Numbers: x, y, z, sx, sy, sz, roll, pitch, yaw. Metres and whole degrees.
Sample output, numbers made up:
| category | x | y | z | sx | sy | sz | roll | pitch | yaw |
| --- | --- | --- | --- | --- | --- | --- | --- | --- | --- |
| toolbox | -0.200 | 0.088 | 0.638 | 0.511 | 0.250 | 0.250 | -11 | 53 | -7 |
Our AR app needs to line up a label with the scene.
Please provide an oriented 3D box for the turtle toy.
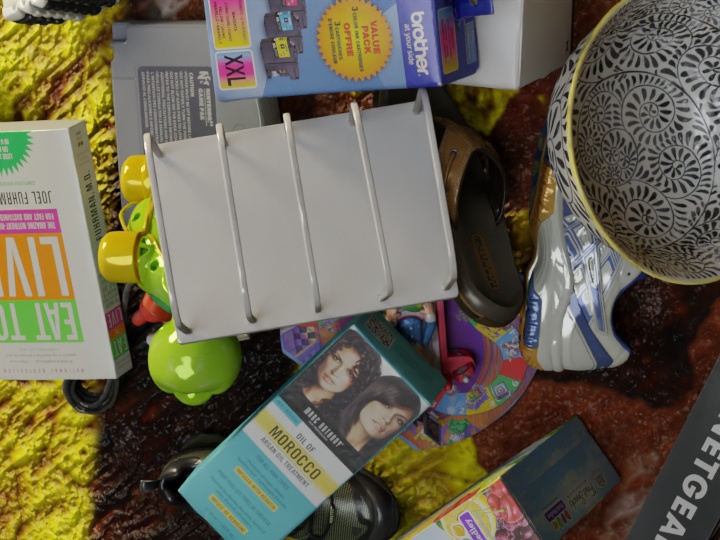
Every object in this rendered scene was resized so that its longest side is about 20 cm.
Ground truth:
| category | x | y | z | sx | sy | sz | roll | pitch | yaw |
| --- | --- | --- | --- | --- | --- | --- | --- | --- | --- |
| turtle toy | -0.112 | 0.001 | 1.530 | 0.144 | 0.201 | 0.102 | 2 | 141 | 12 |

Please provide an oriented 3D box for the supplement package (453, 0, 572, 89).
| category | x | y | z | sx | sy | sz | roll | pitch | yaw |
| --- | --- | --- | --- | --- | --- | --- | --- | --- | --- |
| supplement package | 0.040 | -0.203 | 1.467 | 0.198 | 0.121 | 0.121 | 8 | 106 | 21 |

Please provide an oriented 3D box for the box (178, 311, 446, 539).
| category | x | y | z | sx | sy | sz | roll | pitch | yaw |
| --- | --- | --- | --- | --- | --- | --- | --- | --- | --- |
| box | -0.036 | 0.121 | 1.523 | 0.082 | 0.049 | 0.200 | 45 | 114 | -2 |

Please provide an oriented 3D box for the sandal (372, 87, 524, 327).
| category | x | y | z | sx | sy | sz | roll | pitch | yaw |
| --- | --- | --- | --- | --- | --- | --- | --- | --- | --- |
| sandal | 0.073 | -0.059 | 1.494 | 0.054 | 0.081 | 0.202 | -35 | 69 | 46 |

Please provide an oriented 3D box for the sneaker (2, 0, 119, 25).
| category | x | y | z | sx | sy | sz | roll | pitch | yaw |
| --- | --- | --- | --- | --- | --- | --- | --- | --- | --- |
| sneaker | -0.197 | -0.252 | 1.594 | 0.199 | 0.075 | 0.082 | -29 | 77 | 25 |

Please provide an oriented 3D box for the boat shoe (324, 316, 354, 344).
| category | x | y | z | sx | sy | sz | roll | pitch | yaw |
| --- | --- | --- | --- | --- | --- | --- | --- | --- | --- |
| boat shoe | 0.000 | 0.000 | 1.570 | 0.061 | 0.072 | 0.202 | -2 | 123 | -20 |

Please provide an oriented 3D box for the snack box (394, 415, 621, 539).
| category | x | y | z | sx | sy | sz | roll | pitch | yaw |
| --- | --- | --- | --- | --- | --- | --- | --- | --- | --- |
| snack box | 0.075 | 0.201 | 1.532 | 0.199 | 0.168 | 0.068 | -37 | 85 | 28 |

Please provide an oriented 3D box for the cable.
| category | x | y | z | sx | sy | sz | roll | pitch | yaw |
| --- | --- | --- | --- | --- | --- | --- | --- | --- | --- |
| cable | -0.182 | 0.057 | 1.652 | 0.199 | 0.051 | 0.097 | -31 | 117 | 31 |

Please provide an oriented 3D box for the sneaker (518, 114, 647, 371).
| category | x | y | z | sx | sy | sz | roll | pitch | yaw |
| --- | --- | --- | --- | --- | --- | --- | --- | --- | --- |
| sneaker | 0.164 | -0.027 | 1.498 | 0.087 | 0.075 | 0.202 | 4 | 104 | -1 |

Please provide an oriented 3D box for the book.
| category | x | y | z | sx | sy | sz | roll | pitch | yaw |
| --- | --- | --- | --- | --- | --- | --- | --- | --- | --- |
| book | -0.253 | -0.016 | 1.632 | 0.132 | 0.048 | 0.202 | 0 | 109 | 28 |

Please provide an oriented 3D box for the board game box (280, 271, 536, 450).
| category | x | y | z | sx | sy | sz | roll | pitch | yaw |
| --- | --- | --- | --- | --- | --- | --- | --- | --- | --- |
| board game box | 0.043 | 0.047 | 1.529 | 0.199 | 0.039 | 0.158 | 37 | 105 | -17 |

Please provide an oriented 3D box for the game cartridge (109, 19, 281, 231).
| category | x | y | z | sx | sy | sz | roll | pitch | yaw |
| --- | --- | --- | --- | --- | --- | --- | --- | --- | --- |
| game cartridge | -0.124 | -0.092 | 1.617 | 0.132 | 0.041 | 0.202 | 5 | 106 | 26 |

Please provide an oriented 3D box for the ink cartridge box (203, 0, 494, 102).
| category | x | y | z | sx | sy | sz | roll | pitch | yaw |
| --- | --- | --- | --- | --- | --- | --- | --- | --- | --- |
| ink cartridge box | -0.002 | -0.187 | 1.380 | 0.198 | 0.076 | 0.138 | -3 | 102 | 23 |

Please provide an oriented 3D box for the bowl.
| category | x | y | z | sx | sy | sz | roll | pitch | yaw |
| --- | --- | --- | --- | --- | --- | --- | --- | --- | --- |
| bowl | 0.193 | -0.090 | 1.420 | 0.094 | 0.199 | 0.203 | -1 | 106 | 59 |

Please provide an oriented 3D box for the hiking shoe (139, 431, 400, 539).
| category | x | y | z | sx | sy | sz | roll | pitch | yaw |
| --- | --- | --- | --- | --- | --- | --- | --- | --- | --- |
| hiking shoe | -0.070 | 0.185 | 1.629 | 0.198 | 0.101 | 0.076 | 10 | 109 | 22 |

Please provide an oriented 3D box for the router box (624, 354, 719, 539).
| category | x | y | z | sx | sy | sz | roll | pitch | yaw |
| --- | --- | --- | --- | --- | --- | --- | --- | --- | --- |
| router box | 0.246 | 0.127 | 1.444 | 0.052 | 0.157 | 0.201 | 29 | 113 | 14 |

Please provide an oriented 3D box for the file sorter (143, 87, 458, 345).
| category | x | y | z | sx | sy | sz | roll | pitch | yaw |
| --- | --- | --- | --- | --- | --- | --- | --- | --- | --- |
| file sorter | -0.038 | -0.038 | 1.407 | 0.198 | 0.125 | 0.140 | -10 | 86 | -3 |
